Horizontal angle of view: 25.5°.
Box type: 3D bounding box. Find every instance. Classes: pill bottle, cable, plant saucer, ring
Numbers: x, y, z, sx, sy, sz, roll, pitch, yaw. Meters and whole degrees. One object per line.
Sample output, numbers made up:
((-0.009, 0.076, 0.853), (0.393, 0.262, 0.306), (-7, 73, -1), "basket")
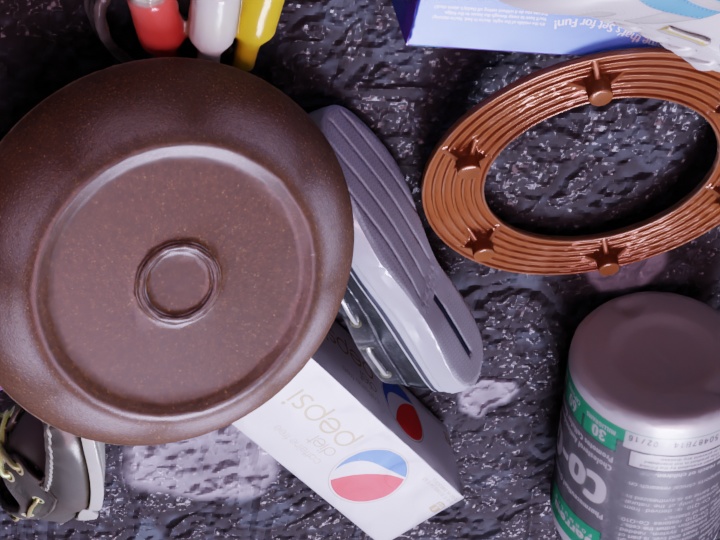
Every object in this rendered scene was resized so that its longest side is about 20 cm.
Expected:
((0.178, 0.121, 1.003), (0.112, 0.114, 0.201), (-7, 133, -7), "pill bottle")
((-0.080, -0.083, 0.788), (0.096, 0.051, 0.201), (-10, 133, -9), "cable")
((-0.091, 0.000, 0.763), (0.199, 0.037, 0.202), (-8, 112, -19), "plant saucer")
((0.132, -0.049, 0.865), (0.198, 0.019, 0.201), (-5, 147, -4), "ring")

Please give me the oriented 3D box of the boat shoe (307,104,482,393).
((0.000, 0.000, 0.873), (0.070, 0.072, 0.201), (-10, 128, 26), "boat shoe")

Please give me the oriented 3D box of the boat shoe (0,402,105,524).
((-0.175, 0.103, 0.888), (0.060, 0.073, 0.202), (-2, 162, -12), "boat shoe")

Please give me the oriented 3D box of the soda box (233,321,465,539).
((-0.018, 0.084, 0.955), (0.068, 0.064, 0.200), (-31, 133, 16), "soda box")

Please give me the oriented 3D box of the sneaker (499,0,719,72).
((0.148, -0.130, 0.722), (0.198, 0.077, 0.081), (-3, 135, -9), "sneaker")

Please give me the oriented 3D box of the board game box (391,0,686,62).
((0.125, -0.170, 0.763), (0.198, 0.045, 0.135), (2, 132, -15), "board game box")
